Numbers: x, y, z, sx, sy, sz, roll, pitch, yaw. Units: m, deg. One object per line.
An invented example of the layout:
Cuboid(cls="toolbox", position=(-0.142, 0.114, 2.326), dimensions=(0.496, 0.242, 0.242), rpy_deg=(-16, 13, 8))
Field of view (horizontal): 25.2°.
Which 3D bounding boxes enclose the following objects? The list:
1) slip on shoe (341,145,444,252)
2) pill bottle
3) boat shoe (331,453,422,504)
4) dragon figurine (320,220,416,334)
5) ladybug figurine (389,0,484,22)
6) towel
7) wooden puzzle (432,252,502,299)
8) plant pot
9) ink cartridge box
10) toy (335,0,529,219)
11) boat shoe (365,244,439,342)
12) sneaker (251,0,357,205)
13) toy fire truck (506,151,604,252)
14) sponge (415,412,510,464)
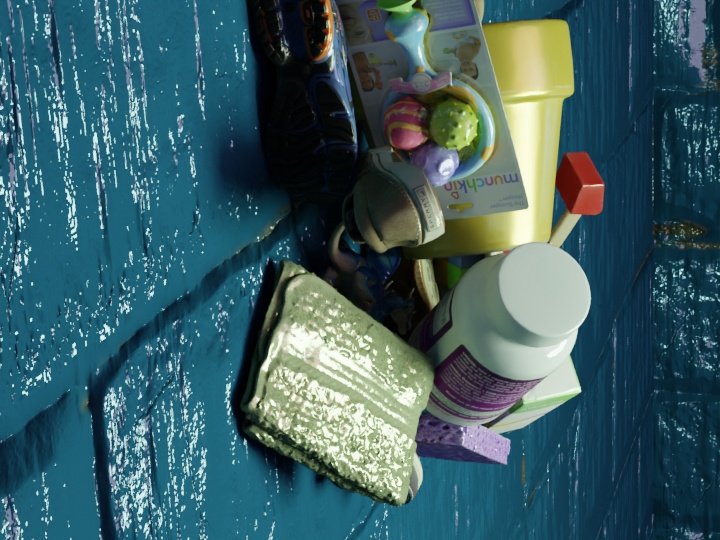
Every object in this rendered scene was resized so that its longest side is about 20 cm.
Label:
Cuboid(cls="slip on shoe", position=(0.013, -0.049, 1.242), dimensions=(0.200, 0.060, 0.076), rpy_deg=(-136, -156, -75))
Cuboid(cls="pill bottle", position=(0.118, 0.052, 1.374), dimensions=(0.200, 0.112, 0.113), rpy_deg=(128, -24, -61))
Cuboid(cls="boat shoe", position=(-0.002, 0.163, 1.405), dimensions=(0.200, 0.072, 0.065), rpy_deg=(60, 41, -53))
Cuboid(cls="dragon figurine", position=(0.000, 0.000, 1.395), dimensions=(0.200, 0.059, 0.100), rpy_deg=(71, 27, -43))
Cuboid(cls="ladybug figurine", position=(0.053, -0.267, 1.469), dimensions=(0.136, 0.072, 0.200), rpy_deg=(63, 23, 0))
Cuboid(cls="towel", position=(-0.015, 0.096, 1.295), dimensions=(0.200, 0.036, 0.149), rpy_deg=(37, 56, -40))
Cuboid(cls="wooden puzzle", position=(0.084, 0.019, 1.579), dimensions=(0.200, 0.046, 0.186), rpy_deg=(-141, -134, -64))
Cuboid(cls="plant pot", position=(0.090, -0.110, 1.397), dimensions=(0.201, 0.200, 0.190), rpy_deg=(-15, 99, -71))
Cuboid(cls="ink cartridge box", position=(0.140, 0.100, 1.629), dimensions=(0.200, 0.067, 0.118), rpy_deg=(130, -54, -65))
Cuboid(cls="toy", position=(0.052, -0.122, 1.269), dimensions=(0.047, 0.115, 0.201), rpy_deg=(-55, 134, -56))
Cuboid(cls="boat shoe", position=(0.044, 0.023, 1.514), dimensions=(0.063, 0.073, 0.201), rpy_deg=(-14, 105, -69))
Cuboid(cls="sneaker", position=(-0.034, -0.148, 1.253), dimensions=(0.078, 0.075, 0.201), rpy_deg=(-57, 147, -64))
Cuboid(cls="toy fire truck", position=(0.158, -0.027, 1.634), dimensions=(0.200, 0.141, 0.049), rpy_deg=(103, -28, -47))
Cuboid(cls="sponge", position=(0.070, 0.160, 1.552), dimensions=(0.200, 0.111, 0.030), rpy_deg=(36, 61, -69))
